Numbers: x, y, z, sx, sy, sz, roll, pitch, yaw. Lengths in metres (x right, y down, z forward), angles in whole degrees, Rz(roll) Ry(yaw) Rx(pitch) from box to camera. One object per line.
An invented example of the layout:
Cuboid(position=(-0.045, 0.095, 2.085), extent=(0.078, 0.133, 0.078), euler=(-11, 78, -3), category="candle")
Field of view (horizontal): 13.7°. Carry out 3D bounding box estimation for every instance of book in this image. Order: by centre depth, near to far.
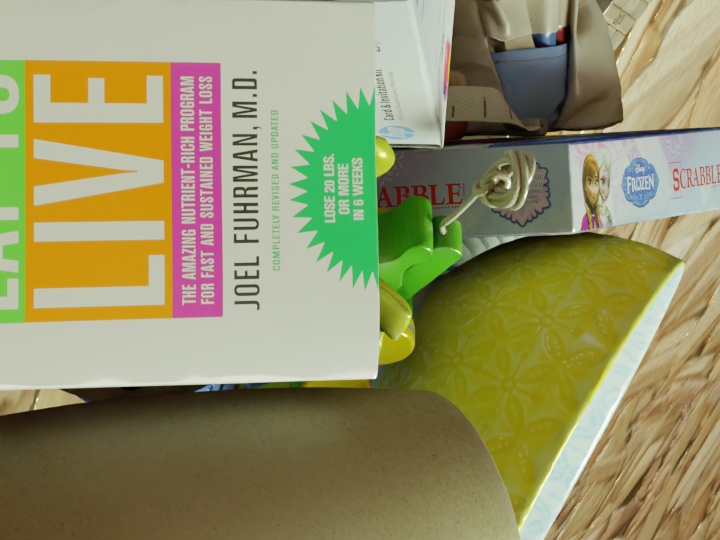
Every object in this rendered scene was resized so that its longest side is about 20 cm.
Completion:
Cuboid(position=(-0.090, -0.026, 1.018), extent=(0.200, 0.134, 0.048), euler=(-2, 180, -28), category="book")

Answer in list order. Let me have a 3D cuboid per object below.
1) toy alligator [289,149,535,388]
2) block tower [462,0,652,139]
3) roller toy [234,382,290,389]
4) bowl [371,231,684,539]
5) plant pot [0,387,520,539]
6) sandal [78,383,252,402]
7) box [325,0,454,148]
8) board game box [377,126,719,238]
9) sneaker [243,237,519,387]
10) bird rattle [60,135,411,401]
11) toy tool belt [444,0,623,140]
Cuboid(position=(0.000, 0.000, 1.224), extent=(0.054, 0.059, 0.200), euler=(14, 145, -22), category="toy alligator")
Cuboid(position=(0.072, -0.090, 1.517), extent=(0.200, 0.054, 0.058), euler=(-53, 162, 7), category="block tower")
Cuboid(position=(-0.014, 0.134, 1.517), extent=(0.140, 0.183, 0.200), euler=(-18, 170, -29), category="roller toy")
Cuboid(position=(0.049, 0.057, 1.318), extent=(0.200, 0.108, 0.200), euler=(-58, 171, -14), category="bowl")
Cuboid(position=(-0.048, 0.119, 1.090), extent=(0.200, 0.187, 0.187), euler=(-18, 150, -21), category="plant pot")
Cuboid(position=(-0.080, 0.042, 1.275), extent=(0.079, 0.087, 0.200), euler=(-11, -178, 7), category="sandal")
Cuboid(position=(0.011, -0.155, 1.132), extent=(0.200, 0.041, 0.156), euler=(69, 24, -69), category="box")
Cuboid(position=(0.042, -0.038, 1.356), extent=(0.200, 0.199, 0.041), euler=(-9, 96, -64), category="board game box")
Cuboid(position=(0.024, 0.033, 1.411), extent=(0.200, 0.089, 0.079), euler=(-10, 166, -41), category="sneaker")
Cuboid(position=(-0.077, -0.026, 1.109), extent=(0.163, 0.200, 0.113), euler=(-43, -153, 9), category="bird rattle")
Cuboid(position=(0.048, -0.121, 1.345), extent=(0.200, 0.125, 0.123), euler=(-11, 99, -67), category="toy tool belt")
